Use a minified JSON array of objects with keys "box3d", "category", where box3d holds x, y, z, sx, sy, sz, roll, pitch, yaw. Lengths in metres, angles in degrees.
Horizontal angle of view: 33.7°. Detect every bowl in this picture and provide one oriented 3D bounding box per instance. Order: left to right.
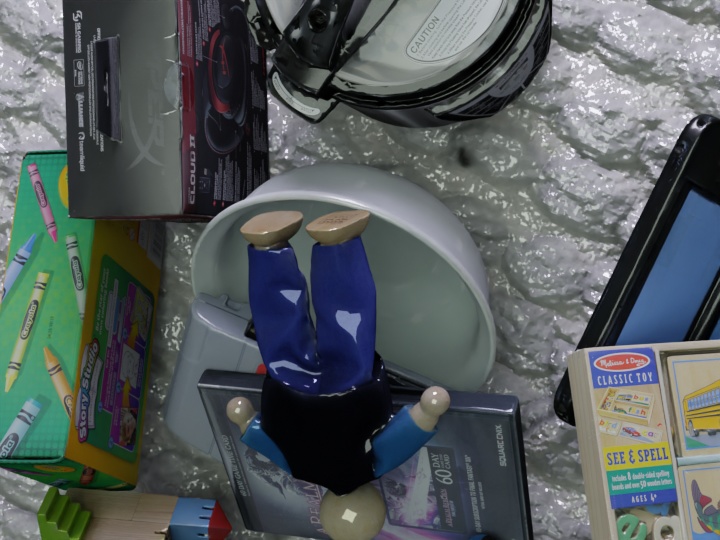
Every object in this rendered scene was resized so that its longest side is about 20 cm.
[{"box3d":[0.000,0.000,0.763,0.201,0.090,0.201,14,139,12],"category":"bowl"}]

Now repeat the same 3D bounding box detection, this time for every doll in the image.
[{"box3d":[-0.014,0.068,0.675,0.136,0.048,0.200,0,109,20],"category":"doll"}]

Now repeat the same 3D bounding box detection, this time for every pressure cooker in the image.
[{"box3d":[0.024,-0.176,0.718,0.178,0.200,0.176,-5,89,11],"category":"pressure cooker"}]

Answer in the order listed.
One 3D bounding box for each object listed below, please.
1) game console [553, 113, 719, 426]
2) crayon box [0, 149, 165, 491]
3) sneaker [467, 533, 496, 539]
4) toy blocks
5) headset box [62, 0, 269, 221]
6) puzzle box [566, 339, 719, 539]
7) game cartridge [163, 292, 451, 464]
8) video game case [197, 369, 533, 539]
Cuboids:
[{"box3d":[0.237,0.032,0.724,0.116,0.176,0.200,29,97,38],"category":"game console"},{"box3d":[-0.182,0.036,0.778,0.058,0.119,0.200,-1,71,12],"category":"crayon box"},{"box3d":[0.018,0.232,0.773,0.090,0.078,0.200,48,119,15],"category":"sneaker"},{"box3d":[-0.127,0.222,0.794,0.136,0.100,0.200,3,123,6],"category":"toy blocks"},{"box3d":[-0.120,-0.105,0.749,0.075,0.200,0.149,-1,92,12],"category":"headset box"},{"box3d":[0.221,0.105,0.685,0.200,0.025,0.133,-3,77,-17],"category":"puzzle box"},{"box3d":[-0.029,0.100,0.778,0.200,0.041,0.133,22,137,1],"category":"game cartridge"},{"box3d":[0.006,0.126,0.753,0.200,0.019,0.143,3,130,17],"category":"video game case"}]
